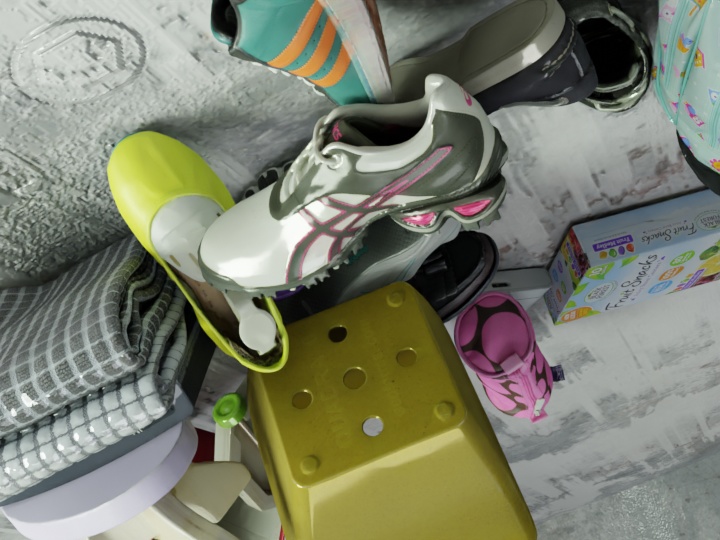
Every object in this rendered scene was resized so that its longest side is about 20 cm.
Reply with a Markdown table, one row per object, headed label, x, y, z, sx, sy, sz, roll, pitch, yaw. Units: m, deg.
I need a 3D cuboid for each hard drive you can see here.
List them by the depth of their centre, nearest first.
| label | x | y | z | sx | sy | sz | roll | pitch | yaw |
| --- | --- | --- | --- | --- | --- | --- | --- | --- | --- |
| hard drive | -0.194 | 0.097 | 0.791 | 0.198 | 0.135 | 0.043 | -26 | 113 | 17 |
| hard drive | 0.099 | 0.061 | 1.143 | 0.130 | 0.027 | 0.200 | -5 | 153 | -30 |

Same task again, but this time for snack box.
| label | x | y | z | sx | sy | sz | roll | pitch | yaw |
| --- | --- | --- | --- | --- | --- | --- | --- | --- | --- |
| snack box | 0.293 | -0.016 | 1.090 | 0.197 | 0.054 | 0.143 | -14 | 155 | -11 |

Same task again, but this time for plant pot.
| label | x | y | z | sx | sy | sz | roll | pitch | yaw |
| --- | --- | --- | --- | --- | --- | --- | --- | --- | --- |
| plant pot | 0.011 | 0.129 | 0.852 | 0.197 | 0.202 | 0.178 | -20 | 143 | -4 |

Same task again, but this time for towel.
| label | x | y | z | sx | sy | sz | roll | pitch | yaw |
| --- | --- | --- | --- | --- | --- | --- | --- | --- | --- |
| towel | -0.200 | 0.053 | 0.717 | 0.164 | 0.201 | 0.086 | -29 | 112 | 8 |

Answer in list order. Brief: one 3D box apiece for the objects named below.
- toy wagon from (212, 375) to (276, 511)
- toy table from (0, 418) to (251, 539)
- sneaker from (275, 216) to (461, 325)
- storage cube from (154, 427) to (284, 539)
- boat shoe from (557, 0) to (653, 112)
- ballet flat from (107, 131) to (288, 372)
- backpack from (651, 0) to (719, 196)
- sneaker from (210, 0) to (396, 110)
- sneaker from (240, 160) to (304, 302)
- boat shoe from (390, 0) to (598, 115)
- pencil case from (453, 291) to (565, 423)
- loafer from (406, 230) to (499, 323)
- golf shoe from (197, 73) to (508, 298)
| label | x | y | z | sx | sy | sz | roll | pitch | yaw |
| --- | --- | --- | --- | --- | --- | --- | --- | --- | --- |
| toy wagon | -0.059 | 0.130 | 1.037 | 0.039 | 0.201 | 0.156 | 10 | 145 | 42 |
| toy table | -0.168 | 0.178 | 0.799 | 0.184 | 0.118 | 0.199 | -45 | -156 | -28 |
| sneaker | 0.000 | 0.000 | 0.879 | 0.199 | 0.071 | 0.080 | -31 | 157 | 24 |
| storage cube | -0.194 | 0.255 | 1.072 | 0.178 | 0.174 | 0.198 | 9 | 180 | 41 |
| boat shoe | 0.154 | -0.137 | 0.702 | 0.070 | 0.065 | 0.199 | -27 | 156 | 19 |
| ballet flat | -0.096 | -0.004 | 0.707 | 0.066 | 0.067 | 0.201 | -34 | 132 | -9 |
| backpack | 0.252 | -0.146 | 0.655 | 0.168 | 0.126 | 0.200 | -57 | 158 | -8 |
| sneaker | -0.035 | -0.136 | 0.564 | 0.079 | 0.073 | 0.200 | -15 | 155 | 11 |
| sneaker | -0.052 | -0.025 | 0.805 | 0.083 | 0.082 | 0.199 | -16 | 170 | -41 |
| boat shoe | 0.054 | -0.095 | 0.656 | 0.063 | 0.074 | 0.198 | 38 | 140 | -29 |
| pencil case | 0.153 | 0.094 | 1.105 | 0.090 | 0.095 | 0.200 | -23 | 156 | 9 |
| loafer | 0.028 | 0.021 | 0.950 | 0.198 | 0.073 | 0.063 | -28 | 151 | 26 |
| golf shoe | -0.016 | -0.051 | 0.614 | 0.197 | 0.078 | 0.088 | -20 | 136 | 17 |
